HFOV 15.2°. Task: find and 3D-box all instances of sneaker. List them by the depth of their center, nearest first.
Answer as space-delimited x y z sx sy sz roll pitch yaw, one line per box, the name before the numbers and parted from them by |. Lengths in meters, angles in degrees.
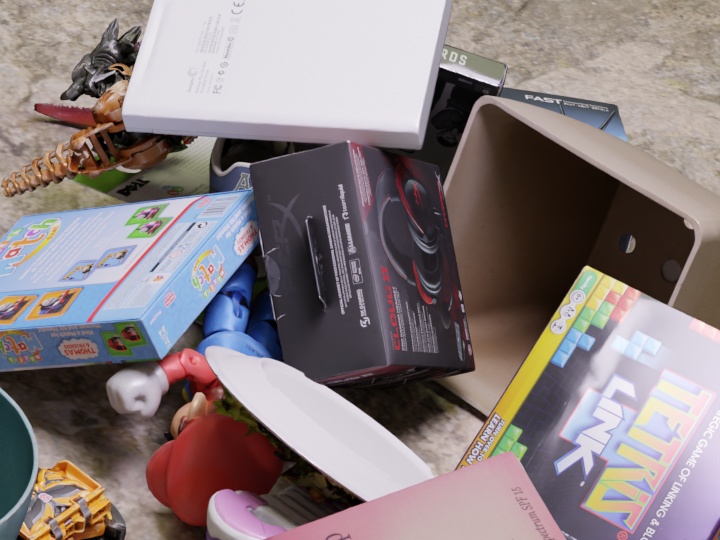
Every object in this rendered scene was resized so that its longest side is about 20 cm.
sneaker | -0.041 0.181 1.602 0.080 0.089 0.200 31 12 28
sneaker | -0.068 -0.075 1.859 0.067 0.090 0.200 10 29 -1

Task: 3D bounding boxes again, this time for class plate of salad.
plate of salad | -0.017 0.113 1.610 0.200 0.048 0.200 36 6 -4

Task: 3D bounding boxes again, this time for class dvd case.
dvd case | 0.013 -0.109 1.930 0.150 0.200 0.025 18 60 -1

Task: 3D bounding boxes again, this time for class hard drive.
hard drive | -0.047 -0.142 1.798 0.199 0.026 0.132 4 53 12

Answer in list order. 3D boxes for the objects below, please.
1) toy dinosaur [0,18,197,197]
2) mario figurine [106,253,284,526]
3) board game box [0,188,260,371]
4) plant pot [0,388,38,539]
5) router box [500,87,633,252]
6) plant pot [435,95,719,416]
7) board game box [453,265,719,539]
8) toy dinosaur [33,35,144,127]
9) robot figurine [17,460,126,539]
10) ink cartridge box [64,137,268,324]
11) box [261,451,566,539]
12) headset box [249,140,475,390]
toy dinosaur | -0.154 -0.112 1.859 0.199 0.102 0.136 -9 17 -11
mario figurine | -0.099 0.084 1.726 0.123 0.106 0.200 12 44 -2
board game box | -0.177 0.008 1.754 0.200 0.037 0.151 -4 32 34
plant pot | -0.285 0.147 1.488 0.200 0.135 0.200 9 32 -6
router box | 0.116 -0.088 2.140 0.199 0.062 0.150 8 28 -9
plant pot | 0.172 0.005 1.888 0.200 0.200 0.177 33 24 31
board game box | 0.164 0.119 1.697 0.165 0.057 0.200 25 71 23
toy dinosaur | -0.120 -0.092 2.077 0.200 0.105 0.182 -29 51 -5
robot figurine | -0.238 0.131 1.617 0.200 0.058 0.145 26 34 21
ink cartridge box | -0.099 -0.029 1.939 0.200 0.076 0.148 21 30 20
box | 0.022 0.203 1.479 0.200 0.109 0.128 -19 35 -9
headset box | 0.000 0.000 1.772 0.075 0.149 0.200 -13 -8 19
